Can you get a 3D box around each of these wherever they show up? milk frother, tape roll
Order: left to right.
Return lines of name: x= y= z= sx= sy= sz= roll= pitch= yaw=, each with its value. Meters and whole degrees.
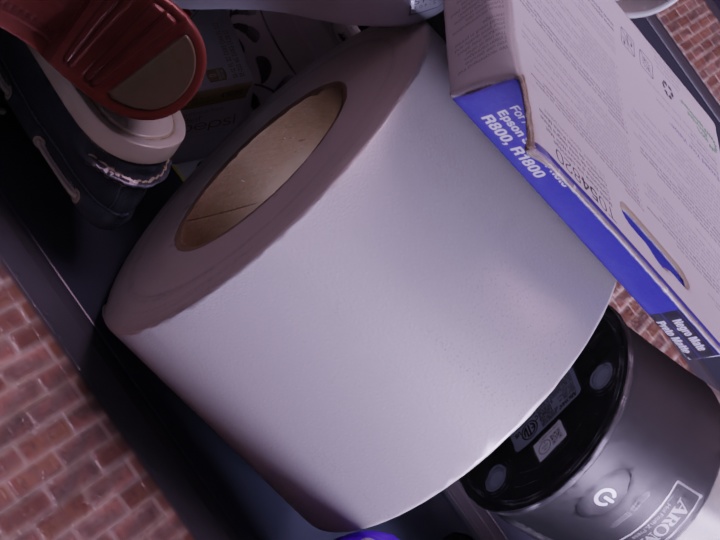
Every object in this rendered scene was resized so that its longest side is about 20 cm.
tape roll: x=0.000 y=0.000 z=0.994 sx=0.139 sy=0.203 sz=0.203 roll=46 pitch=26 yaw=-18
milk frother: x=0.132 y=0.090 z=1.141 sx=0.188 sy=0.180 sz=0.200 roll=33 pitch=38 yaw=-30

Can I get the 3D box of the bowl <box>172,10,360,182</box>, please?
bowl: x=-0.032 y=-0.104 z=1.197 sx=0.201 sy=0.094 sz=0.201 roll=40 pitch=30 yaw=-29

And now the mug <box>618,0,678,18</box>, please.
mug: x=0.226 y=-0.329 z=1.885 sx=0.178 sy=0.133 sz=0.200 roll=51 pitch=22 yaw=-12

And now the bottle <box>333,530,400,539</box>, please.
bottle: x=-0.027 y=0.169 z=0.899 sx=0.084 sy=0.065 sz=0.200 roll=58 pitch=26 yaw=6

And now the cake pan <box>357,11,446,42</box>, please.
cake pan: x=0.023 y=-0.142 z=1.088 sx=0.200 sy=0.037 sz=0.200 roll=56 pitch=-6 yaw=9

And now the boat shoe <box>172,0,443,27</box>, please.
boat shoe: x=-0.044 y=-0.157 z=1.006 sx=0.072 sy=0.200 sz=0.062 roll=-32 pitch=125 yaw=-49

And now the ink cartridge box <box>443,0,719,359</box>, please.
ink cartridge box: x=0.105 y=-0.052 z=0.947 sx=0.200 sy=0.041 sz=0.200 roll=44 pitch=28 yaw=-34

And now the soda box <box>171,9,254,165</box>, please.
soda box: x=-0.117 y=-0.151 z=1.110 sx=0.068 sy=0.064 sz=0.200 roll=-13 pitch=62 yaw=-17

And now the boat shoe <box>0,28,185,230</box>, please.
boat shoe: x=-0.148 y=-0.102 z=1.023 sx=0.075 sy=0.062 sz=0.200 roll=-5 pitch=47 yaw=-46

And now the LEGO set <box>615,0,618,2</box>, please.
LEGO set: x=0.077 y=-0.166 z=1.486 sx=0.154 sy=0.116 sz=0.200 roll=32 pitch=24 yaw=15

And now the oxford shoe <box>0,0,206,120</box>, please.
oxford shoe: x=-0.154 y=-0.141 z=0.938 sx=0.200 sy=0.070 sz=0.075 roll=45 pitch=3 yaw=-18
